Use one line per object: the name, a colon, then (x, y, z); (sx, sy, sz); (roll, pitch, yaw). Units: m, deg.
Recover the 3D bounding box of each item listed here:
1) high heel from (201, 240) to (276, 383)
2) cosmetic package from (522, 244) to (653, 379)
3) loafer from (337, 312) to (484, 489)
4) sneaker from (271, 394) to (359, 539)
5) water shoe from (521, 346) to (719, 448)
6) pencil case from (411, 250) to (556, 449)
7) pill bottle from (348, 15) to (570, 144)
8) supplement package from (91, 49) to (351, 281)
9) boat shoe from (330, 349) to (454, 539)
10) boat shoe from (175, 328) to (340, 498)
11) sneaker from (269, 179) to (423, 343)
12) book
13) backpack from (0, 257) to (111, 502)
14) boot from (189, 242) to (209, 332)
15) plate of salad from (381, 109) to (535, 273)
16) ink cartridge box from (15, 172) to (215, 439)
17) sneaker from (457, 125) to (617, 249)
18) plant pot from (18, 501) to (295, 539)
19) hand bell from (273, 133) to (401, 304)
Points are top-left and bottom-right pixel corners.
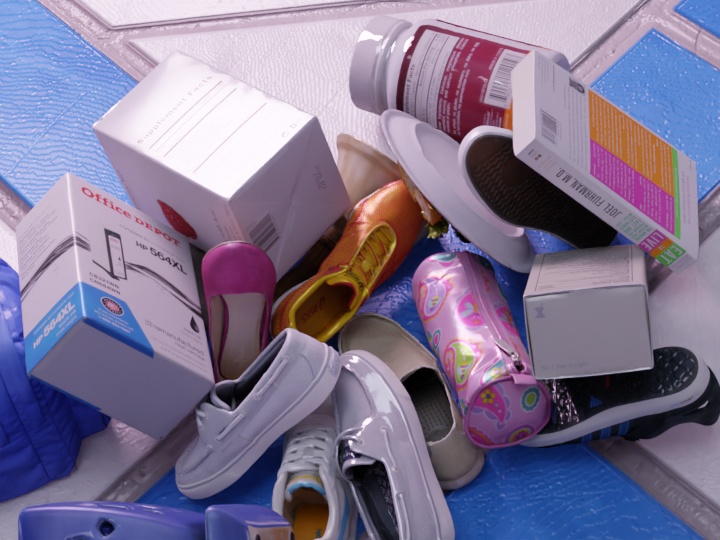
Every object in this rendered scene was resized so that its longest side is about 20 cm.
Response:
high heel: (-0.109, 0.054, 1.496); (0.066, 0.201, 0.097); (2, 61, -8)
cosmetic package: (0.196, 0.031, 1.449); (0.102, 0.074, 0.200); (-6, 10, 11)
loafer: (0.043, 0.102, 1.510); (0.075, 0.069, 0.200); (-33, 56, -11)
sneaker: (-0.037, 0.178, 1.469); (0.076, 0.081, 0.202); (-8, 54, 9)
water shoe: (0.215, 0.125, 1.459); (0.198, 0.079, 0.072); (-15, 46, 34)
pencil case: (0.105, 0.065, 1.483); (0.086, 0.088, 0.201); (-19, 37, -1)
pill bottle: (0.096, -0.180, 1.662); (0.198, 0.115, 0.115); (18, 62, 23)
supplement package: (-0.128, -0.096, 1.568); (0.199, 0.122, 0.120); (28, 64, 38)
boat shoe: (0.011, 0.160, 1.436); (0.072, 0.068, 0.202); (-34, 67, 41)
boat shoe: (-0.104, 0.122, 1.467); (0.200, 0.068, 0.072); (-39, 27, 31)
sneaker: (0.000, 0.000, 1.548); (0.201, 0.073, 0.077); (-52, 20, -15)
book: (0.220, -0.097, 1.520); (0.048, 0.199, 0.134); (-41, 26, 32)
backpack: (-0.322, 0.080, 1.525); (0.166, 0.201, 0.163); (-27, 54, -7)
boot: (-0.116, -0.036, 1.639); (0.129, 0.068, 0.202); (-11, 53, 8)
plate of salad: (0.085, -0.067, 1.558); (0.048, 0.199, 0.201); (-44, 53, 19)
ink cartridge box: (-0.216, 0.028, 1.483); (0.084, 0.145, 0.201); (-44, 37, 23)
sneaker: (0.147, -0.079, 1.550); (0.073, 0.199, 0.085); (-52, 39, 8)
plant pot: (-0.146, 0.276, 1.321); (0.177, 0.200, 0.203); (-6, 80, 9)
hand bell: (-0.036, -0.019, 1.614); (0.104, 0.104, 0.201); (30, 79, 28)
